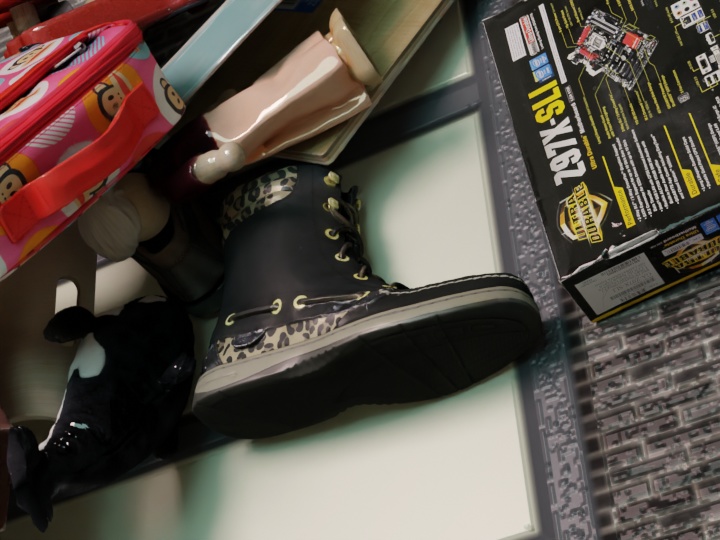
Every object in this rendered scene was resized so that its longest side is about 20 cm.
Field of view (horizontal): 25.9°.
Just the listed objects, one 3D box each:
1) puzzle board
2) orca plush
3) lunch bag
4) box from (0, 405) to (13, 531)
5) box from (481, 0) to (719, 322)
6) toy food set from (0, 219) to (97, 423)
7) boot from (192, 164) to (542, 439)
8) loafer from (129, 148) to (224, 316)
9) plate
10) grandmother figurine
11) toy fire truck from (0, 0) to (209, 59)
[{"bbox_3d":[-0.017,-0.147,0.998,0.150,0.017,0.201,12,57,44],"label":"puzzle board"},{"bbox_3d":[-0.129,0.058,0.870,0.071,0.200,0.106,-31,89,25],"label":"orca plush"},{"bbox_3d":[-0.195,-0.057,0.866,0.175,0.082,0.200,-3,35,45],"label":"lunch bag"},{"bbox_3d":[-0.272,0.069,0.875,0.200,0.099,0.076,47,134,48],"label":"box"},{"bbox_3d":[0.162,-0.093,0.843,0.159,0.049,0.201,-28,49,19],"label":"box"},{"bbox_3d":[-0.238,0.061,0.981,0.199,0.060,0.145,-26,51,33],"label":"toy food set"},{"bbox_3d":[-0.001,-0.001,0.876,0.202,0.074,0.155,-18,49,21],"label":"boot"},{"bbox_3d":[-0.144,-0.045,1.005,0.072,0.063,0.200,-49,47,-2],"label":"loafer"},{"bbox_3d":[-0.084,-0.157,0.992,0.200,0.026,0.200,-45,11,11],"label":"plate"},{"bbox_3d":[-0.081,-0.073,0.912,0.199,0.061,0.121,-34,9,7],"label":"grandmother figurine"},{"bbox_3d":[-0.170,-0.165,1.059,0.167,0.113,0.200,-23,8,-11],"label":"toy fire truck"}]
